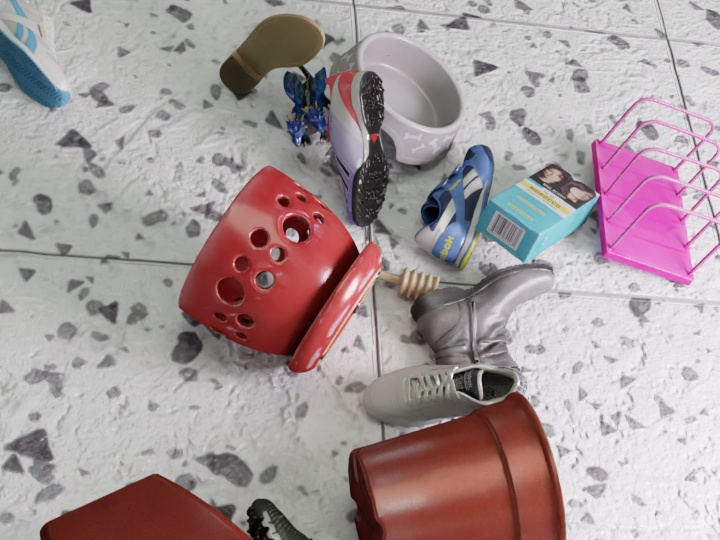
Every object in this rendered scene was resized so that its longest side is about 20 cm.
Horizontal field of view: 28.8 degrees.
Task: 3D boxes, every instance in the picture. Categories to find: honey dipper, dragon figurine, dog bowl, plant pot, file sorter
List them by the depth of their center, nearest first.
[{"bbox_3d":[-0.214,0.324,1.378,0.199,0.201,0.176,-22,48,-27],"label":"plant pot"},{"bbox_3d":[0.096,0.249,1.509,0.194,0.201,0.202,-10,56,-10],"label":"plant pot"},{"bbox_3d":[-0.089,0.009,1.637,0.182,0.201,0.201,35,53,2],"label":"plant pot"},{"bbox_3d":[0.000,0.000,1.762,0.198,0.038,0.038,14,51,0],"label":"honey dipper"},{"bbox_3d":[0.405,-0.112,1.867,0.138,0.126,0.201,17,50,-18],"label":"file sorter"},{"bbox_3d":[-0.070,-0.235,1.872,0.058,0.100,0.201,-6,56,3],"label":"dragon figurine"},{"bbox_3d":[0.057,-0.240,1.901,0.199,0.059,0.201,20,47,-23],"label":"dog bowl"}]

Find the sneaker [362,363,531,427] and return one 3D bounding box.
[{"bbox_3d":[0.097,0.136,1.622,0.198,0.081,0.077,-6,73,11],"label":"sneaker"}]

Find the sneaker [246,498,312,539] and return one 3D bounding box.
[{"bbox_3d":[-0.045,0.322,1.491,0.090,0.067,0.201,-23,66,-31],"label":"sneaker"}]

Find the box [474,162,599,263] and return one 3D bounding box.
[{"bbox_3d":[0.233,-0.077,1.821,0.082,0.049,0.200,36,33,16],"label":"box"}]

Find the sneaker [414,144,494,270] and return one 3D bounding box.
[{"bbox_3d":[0.126,-0.096,1.841,0.082,0.074,0.201,16,51,2],"label":"sneaker"}]

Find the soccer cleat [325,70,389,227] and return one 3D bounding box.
[{"bbox_3d":[-0.009,-0.158,1.817,0.073,0.202,0.068,6,13,36],"label":"soccer cleat"}]

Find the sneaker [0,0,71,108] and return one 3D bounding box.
[{"bbox_3d":[-0.435,-0.298,1.857,0.080,0.077,0.200,-28,66,-32],"label":"sneaker"}]

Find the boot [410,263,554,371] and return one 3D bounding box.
[{"bbox_3d":[0.170,0.075,1.734,0.198,0.070,0.132,-18,62,-12],"label":"boot"}]

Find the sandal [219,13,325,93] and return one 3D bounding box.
[{"bbox_3d":[-0.109,-0.306,1.865,0.078,0.211,0.070,47,51,-17],"label":"sandal"}]
